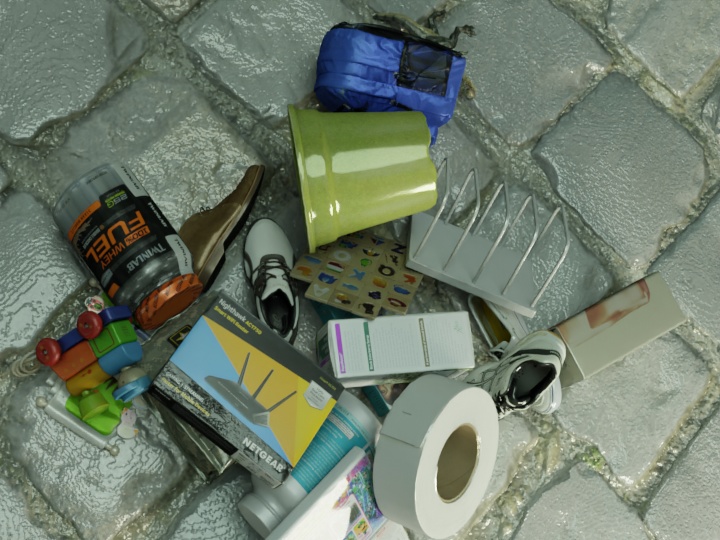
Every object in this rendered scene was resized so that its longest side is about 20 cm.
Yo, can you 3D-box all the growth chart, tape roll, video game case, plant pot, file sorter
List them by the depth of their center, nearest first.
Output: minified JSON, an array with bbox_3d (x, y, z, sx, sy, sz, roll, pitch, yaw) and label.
[{"bbox_3d":[-0.036,0.353,1.474,0.200,0.024,0.184,-43,128,-24],"label":"video game case"},{"bbox_3d":[0.100,0.240,1.512,0.070,0.203,0.204,14,60,36],"label":"tape roll"},{"bbox_3d":[-0.329,0.127,1.520,0.143,0.018,0.202,26,68,-8],"label":"growth chart"},{"bbox_3d":[0.004,-0.137,1.567,0.181,0.201,0.204,-9,75,-3],"label":"plant pot"},{"bbox_3d":[0.179,-0.054,1.642,0.197,0.126,0.140,21,32,-9],"label":"file sorter"}]

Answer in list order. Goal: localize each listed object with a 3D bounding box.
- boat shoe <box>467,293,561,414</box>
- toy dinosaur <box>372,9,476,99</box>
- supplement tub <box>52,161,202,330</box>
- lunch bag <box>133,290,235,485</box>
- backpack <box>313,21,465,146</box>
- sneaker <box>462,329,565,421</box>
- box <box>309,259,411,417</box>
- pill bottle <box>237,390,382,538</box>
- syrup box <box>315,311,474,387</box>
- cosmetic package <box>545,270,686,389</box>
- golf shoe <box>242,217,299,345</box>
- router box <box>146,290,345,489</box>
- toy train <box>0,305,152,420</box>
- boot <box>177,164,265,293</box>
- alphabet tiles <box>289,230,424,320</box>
[{"bbox_3d":[0.208,0.114,1.641,0.085,0.074,0.204,-12,73,-43],"label":"boat shoe"},{"bbox_3d":[0.121,-0.357,1.795,0.200,0.047,0.088,42,73,3],"label":"toy dinosaur"},{"bbox_3d":[-0.300,-0.030,1.512,0.122,0.123,0.201,-34,79,-23],"label":"supplement tub"},{"bbox_3d":[-0.192,0.141,1.502,0.164,0.118,0.201,-39,85,-25],"label":"lunch bag"},{"bbox_3d":[0.030,-0.264,1.673,0.197,0.162,0.171,16,84,-13],"label":"backpack"},{"bbox_3d":[0.193,0.162,1.574,0.075,0.200,0.088,40,24,-9],"label":"sneaker"},{"bbox_3d":[0.013,0.094,1.615,0.082,0.049,0.202,-29,83,-23],"label":"box"},{"bbox_3d":[-0.066,0.256,1.507,0.111,0.111,0.200,46,66,2],"label":"pill bottle"},{"bbox_3d":[0.045,0.106,1.550,0.197,0.079,0.083,-2,74,-17],"label":"syrup box"},{"bbox_3d":[0.359,0.088,1.694,0.198,0.103,0.088,-25,82,-23],"label":"cosmetic package"},{"bbox_3d":[-0.113,0.015,1.579,0.076,0.095,0.203,-5,73,-17],"label":"golf shoe"},{"bbox_3d":[-0.139,0.146,1.426,0.199,0.051,0.150,38,63,-6],"label":"router box"},{"bbox_3d":[-0.354,0.136,1.449,0.198,0.084,0.117,-31,82,19],"label":"toy train"},{"bbox_3d":[-0.196,-0.073,1.598,0.075,0.074,0.202,27,69,4],"label":"boot"},{"bbox_3d":[0.000,0.000,1.591,0.164,0.006,0.201,19,33,8],"label":"alphabet tiles"}]
